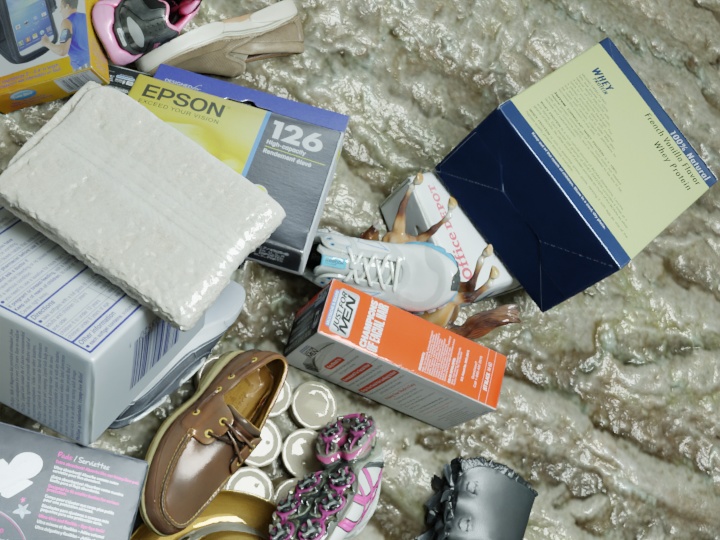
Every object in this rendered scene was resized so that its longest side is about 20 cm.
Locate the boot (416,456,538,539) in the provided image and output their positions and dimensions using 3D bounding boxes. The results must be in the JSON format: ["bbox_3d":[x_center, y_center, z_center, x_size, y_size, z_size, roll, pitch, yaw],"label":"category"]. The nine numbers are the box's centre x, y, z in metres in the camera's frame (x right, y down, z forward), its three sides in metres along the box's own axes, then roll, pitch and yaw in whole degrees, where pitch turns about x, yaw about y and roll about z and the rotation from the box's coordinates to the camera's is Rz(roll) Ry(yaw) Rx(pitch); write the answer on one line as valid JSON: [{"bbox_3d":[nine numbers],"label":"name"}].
[{"bbox_3d":[0.149,0.293,0.924,0.197,0.073,0.163,26,59,-13],"label":"boot"}]

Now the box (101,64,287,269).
[{"bbox_3d":[-0.185,-0.103,0.884,0.199,0.044,0.161,14,71,6],"label":"box"}]

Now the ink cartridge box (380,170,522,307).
[{"bbox_3d":[0.143,-0.046,1.037,0.199,0.087,0.146,-16,77,-30],"label":"ink cartridge box"}]

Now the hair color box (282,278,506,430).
[{"bbox_3d":[0.033,0.090,0.923,0.199,0.111,0.064,24,62,-15],"label":"hair color box"}]

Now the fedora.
[{"bbox_3d":[-0.121,0.287,0.781,0.199,0.082,0.202,4,78,-21],"label":"fedora"}]

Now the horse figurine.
[{"bbox_3d":[0.073,0.000,0.930,0.050,0.133,0.200,-9,55,-50],"label":"horse figurine"}]

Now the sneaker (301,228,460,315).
[{"bbox_3d":[0.000,0.000,0.897,0.087,0.199,0.075,7,91,-61],"label":"sneaker"}]

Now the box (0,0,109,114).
[{"bbox_3d":[-0.320,-0.267,0.907,0.118,0.041,0.201,-14,75,10],"label":"box"}]

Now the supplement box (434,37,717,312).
[{"bbox_3d":[0.230,-0.103,0.972,0.199,0.134,0.200,-35,87,-33],"label":"supplement box"}]

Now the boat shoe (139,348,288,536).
[{"bbox_3d":[-0.126,0.143,0.807,0.072,0.067,0.200,53,42,-24],"label":"boat shoe"}]

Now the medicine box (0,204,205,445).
[{"bbox_3d":[-0.254,0.016,0.762,0.199,0.103,0.182,24,38,10],"label":"medicine box"}]

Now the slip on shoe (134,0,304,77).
[{"bbox_3d":[-0.148,-0.240,0.996,0.199,0.076,0.061,-29,106,-32],"label":"slip on shoe"}]

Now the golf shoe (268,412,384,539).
[{"bbox_3d":[-0.018,0.218,0.832,0.200,0.072,0.093,-51,127,-59],"label":"golf shoe"}]

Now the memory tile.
[{"bbox_3d":[-0.105,0.190,0.878,0.152,0.017,0.201,17,65,-17],"label":"memory tile"}]

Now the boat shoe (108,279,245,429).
[{"bbox_3d":[-0.178,0.076,0.859,0.071,0.068,0.200,23,37,13],"label":"boat shoe"}]

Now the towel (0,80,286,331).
[{"bbox_3d":[-0.176,-0.054,0.719,0.200,0.035,0.133,36,69,5],"label":"towel"}]

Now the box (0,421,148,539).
[{"bbox_3d":[-0.289,0.192,0.727,0.199,0.132,0.115,20,60,-17],"label":"box"}]

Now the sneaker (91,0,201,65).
[{"bbox_3d":[-0.196,-0.279,0.939,0.200,0.095,0.079,-76,146,-51],"label":"sneaker"}]

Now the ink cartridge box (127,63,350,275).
[{"bbox_3d":[-0.120,-0.108,0.811,0.196,0.047,0.201,15,56,-1],"label":"ink cartridge box"}]
